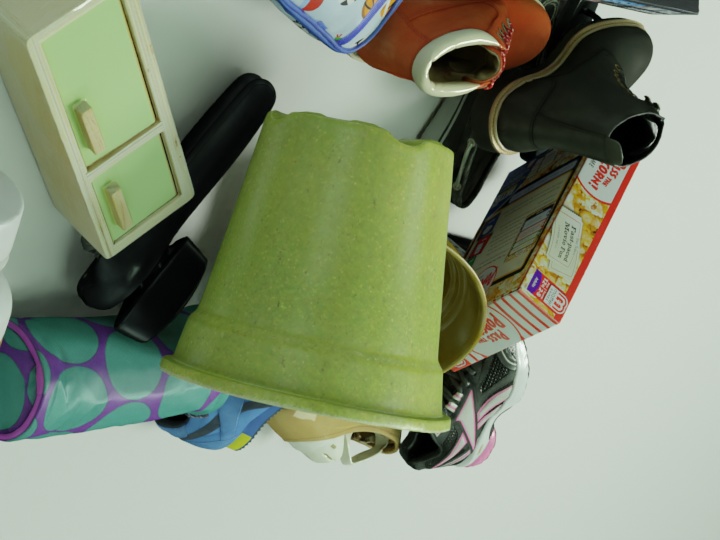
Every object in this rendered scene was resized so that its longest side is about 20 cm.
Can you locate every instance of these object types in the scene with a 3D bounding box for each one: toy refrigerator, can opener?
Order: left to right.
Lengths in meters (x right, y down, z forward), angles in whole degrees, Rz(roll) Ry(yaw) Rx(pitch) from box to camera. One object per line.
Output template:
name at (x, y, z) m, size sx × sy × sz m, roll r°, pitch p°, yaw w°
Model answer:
toy refrigerator at (-0.163, -0.102, 0.969) m, size 0.076 × 0.070 × 0.201 m, roll -37°, pitch 148°, yaw -20°
can opener at (-0.125, -0.051, 1.093) m, size 0.078 × 0.063 × 0.201 m, roll 34°, pitch 86°, yaw -33°

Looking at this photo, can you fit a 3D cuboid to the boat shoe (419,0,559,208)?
boat shoe at (0.116, -0.145, 1.294) m, size 0.070 × 0.064 × 0.201 m, roll 1°, pitch 122°, yaw -53°

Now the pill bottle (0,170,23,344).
pill bottle at (-0.269, 0.033, 0.938) m, size 0.114 × 0.114 × 0.201 m, roll -7°, pitch 130°, yaw -49°

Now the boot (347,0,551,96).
boot at (0.085, -0.163, 1.168) m, size 0.199 × 0.107 × 0.076 m, roll -10°, pitch 123°, yaw -40°

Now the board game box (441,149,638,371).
board game box at (0.141, -0.024, 1.311) m, size 0.151 × 0.046 × 0.201 m, roll -31°, pitch -156°, yaw 56°

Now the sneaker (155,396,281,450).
sneaker at (-0.097, 0.077, 1.221) m, size 0.078 × 0.066 × 0.200 m, roll 13°, pitch 141°, yaw -26°

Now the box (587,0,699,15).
box at (0.196, -0.295, 1.165) m, size 0.199 × 0.049 × 0.201 m, roll -4°, pitch 101°, yaw -52°

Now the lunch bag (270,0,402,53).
lunch bag at (0.012, -0.246, 1.036) m, size 0.200 × 0.076 × 0.160 m, roll -50°, pitch 152°, yaw 4°

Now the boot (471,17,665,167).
boot at (0.200, -0.130, 1.230) m, size 0.200 × 0.138 × 0.078 m, roll -36°, pitch 126°, yaw -33°

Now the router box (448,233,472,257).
router box at (0.062, 0.041, 1.442) m, size 0.150 × 0.051 × 0.199 m, roll -57°, pitch 150°, yaw 14°

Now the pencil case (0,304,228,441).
pencil case at (-0.179, 0.070, 1.127) m, size 0.199 × 0.092 × 0.086 m, roll -2°, pitch 91°, yaw -51°

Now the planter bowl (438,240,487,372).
planter bowl at (0.000, 0.000, 1.246) m, size 0.198 × 0.084 × 0.201 m, roll 2°, pitch 138°, yaw 2°

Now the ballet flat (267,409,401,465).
ballet flat at (-0.018, 0.144, 1.427) m, size 0.199 × 0.068 × 0.064 m, roll 4°, pitch 83°, yaw -55°

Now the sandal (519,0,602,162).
sandal at (0.184, -0.169, 1.356) m, size 0.075 × 0.048 × 0.201 m, roll -50°, pitch 160°, yaw -40°

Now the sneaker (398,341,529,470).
sneaker at (0.088, 0.115, 1.439) m, size 0.086 × 0.080 × 0.201 m, roll -14°, pitch 134°, yaw -30°

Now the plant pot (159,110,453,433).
plant pot at (-0.017, -0.004, 1.065) m, size 0.200 × 0.199 × 0.186 m, roll 13°, pitch 90°, yaw -57°
